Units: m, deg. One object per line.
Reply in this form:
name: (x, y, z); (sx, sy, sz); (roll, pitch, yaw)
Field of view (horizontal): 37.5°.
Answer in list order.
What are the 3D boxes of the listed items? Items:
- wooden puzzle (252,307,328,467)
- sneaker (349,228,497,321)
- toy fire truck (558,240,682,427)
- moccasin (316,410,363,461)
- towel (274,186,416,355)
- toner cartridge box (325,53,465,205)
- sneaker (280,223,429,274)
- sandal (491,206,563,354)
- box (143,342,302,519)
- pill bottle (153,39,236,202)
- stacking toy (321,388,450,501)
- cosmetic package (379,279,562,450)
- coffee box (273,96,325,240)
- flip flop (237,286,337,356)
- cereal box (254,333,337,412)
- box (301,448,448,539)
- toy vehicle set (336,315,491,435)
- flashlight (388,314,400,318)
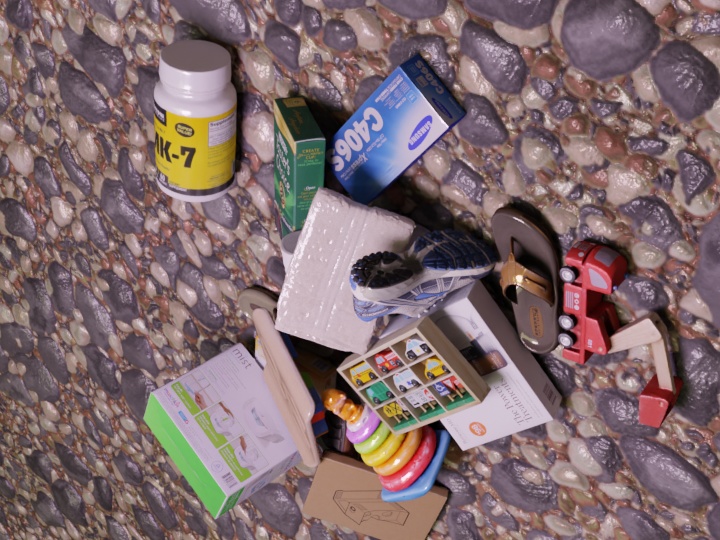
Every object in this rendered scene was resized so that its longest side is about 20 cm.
wooden puzzle: (-0.095, 0.167, 1.531); (0.186, 0.046, 0.201); (60, 164, 28)
sneaker: (0.074, 0.011, 1.293); (0.086, 0.198, 0.077); (98, 151, -43)
toy fire truck: (0.302, 0.072, 1.226); (0.140, 0.049, 0.202); (17, 127, 33)
moccasin: (-0.025, 0.281, 1.649); (0.074, 0.077, 0.203); (35, 141, 40)
towel: (-0.023, 0.004, 1.324); (0.131, 0.035, 0.201); (18, 113, -8)
toner cartridge box: (0.034, -0.167, 1.307); (0.095, 0.043, 0.200); (50, 138, 1)
sneaker: (0.000, 0.000, 1.389); (0.198, 0.074, 0.116); (-3, 130, 2)
sandal: (0.197, 0.020, 1.279); (0.081, 0.055, 0.202); (10, 124, 37)
box: (-0.203, 0.242, 1.635); (0.200, 0.176, 0.097); (49, 143, 15)
pill bottle: (-0.228, -0.206, 1.463); (0.114, 0.114, 0.201); (28, 132, 25)
stacking toy: (0.020, 0.226, 1.492); (0.200, 0.110, 0.116); (40, 142, -19)
cosmetic package: (0.141, 0.125, 1.366); (0.150, 0.052, 0.201); (-26, 107, 38)
coffee box: (-0.083, -0.115, 1.403); (0.123, 0.044, 0.201); (-115, 23, -49)
flip flop: (-0.115, 0.083, 1.599); (0.199, 0.057, 0.082); (23, 131, 29)
cereal box: (-0.107, 0.201, 1.685); (0.143, 0.039, 0.201); (29, 133, 27)
box: (0.019, 0.357, 1.632); (0.198, 0.021, 0.164); (18, 134, -1)
toy vehicle set: (0.064, 0.139, 1.359); (0.124, 0.027, 0.200); (48, 144, -6)
flashlight: (-0.006, 0.030, 1.460); (0.199, 0.067, 0.069); (3, 108, 41)
